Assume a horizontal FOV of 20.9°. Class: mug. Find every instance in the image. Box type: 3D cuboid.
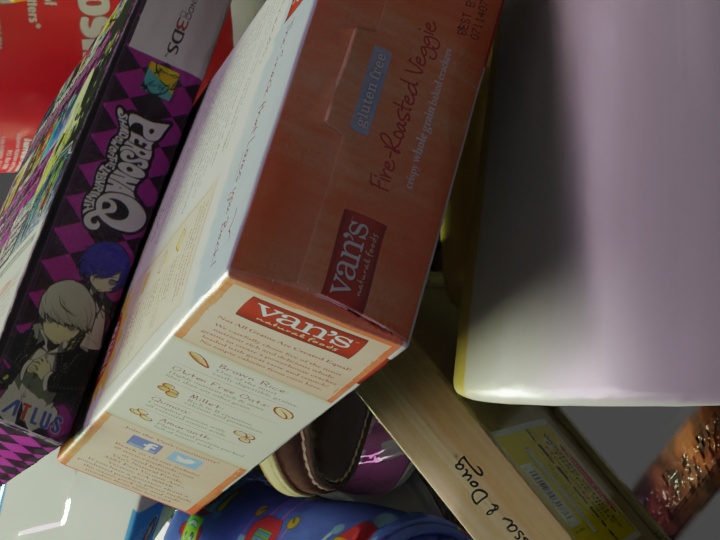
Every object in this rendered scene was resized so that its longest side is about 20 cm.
[{"bbox_3d":[0.086,-0.038,0.611,0.186,0.149,0.153,-2,90,27],"label":"mug"}]

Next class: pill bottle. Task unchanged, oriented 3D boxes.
[{"bbox_3d":[-0.111,-0.106,0.927,0.112,0.200,0.112,175,90,-70],"label":"pill bottle"}]

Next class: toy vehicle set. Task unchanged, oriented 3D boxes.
[{"bbox_3d":[0.067,0.083,0.695,0.027,0.124,0.200,-42,76,13],"label":"toy vehicle set"}]

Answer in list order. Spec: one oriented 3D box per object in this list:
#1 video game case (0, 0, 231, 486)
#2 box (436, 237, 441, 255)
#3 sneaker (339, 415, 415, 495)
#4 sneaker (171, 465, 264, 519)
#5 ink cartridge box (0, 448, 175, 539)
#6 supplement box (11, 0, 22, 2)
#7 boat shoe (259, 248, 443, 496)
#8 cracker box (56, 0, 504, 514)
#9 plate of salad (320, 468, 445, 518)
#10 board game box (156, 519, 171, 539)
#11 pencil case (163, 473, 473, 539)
[{"bbox_3d":[-0.117,-0.007,0.740,0.200,0.036,0.182,-34,36,65],"label":"video game case"},{"bbox_3d":[0.059,-0.066,0.795,0.156,0.041,0.200,-41,64,61],"label":"box"},{"bbox_3d":[-0.002,0.001,0.901,0.080,0.088,0.200,-8,96,19],"label":"sneaker"},{"bbox_3d":[-0.096,0.070,1.111,0.114,0.076,0.200,117,138,-55],"label":"sneaker"},{"bbox_3d":[-0.091,0.043,0.925,0.068,0.200,0.116,25,127,7],"label":"ink cartridge box"},{"bbox_3d":[-0.051,-0.188,0.788,0.074,0.200,0.126,63,148,23],"label":"supplement box"},{"bbox_3d":[0.000,0.000,0.809,0.072,0.072,0.200,10,95,34],"label":"boat shoe"},{"bbox_3d":[-0.029,-0.014,0.613,0.200,0.058,0.134,136,153,-62],"label":"cracker box"},{"bbox_3d":[0.015,0.171,0.961,0.200,0.048,0.200,27,122,56],"label":"plate of salad"},{"bbox_3d":[-0.096,0.242,1.213,0.200,0.041,0.200,26,123,58],"label":"board game box"},{"bbox_3d":[-0.014,0.139,0.874,0.200,0.087,0.078,3,68,60],"label":"pencil case"}]
